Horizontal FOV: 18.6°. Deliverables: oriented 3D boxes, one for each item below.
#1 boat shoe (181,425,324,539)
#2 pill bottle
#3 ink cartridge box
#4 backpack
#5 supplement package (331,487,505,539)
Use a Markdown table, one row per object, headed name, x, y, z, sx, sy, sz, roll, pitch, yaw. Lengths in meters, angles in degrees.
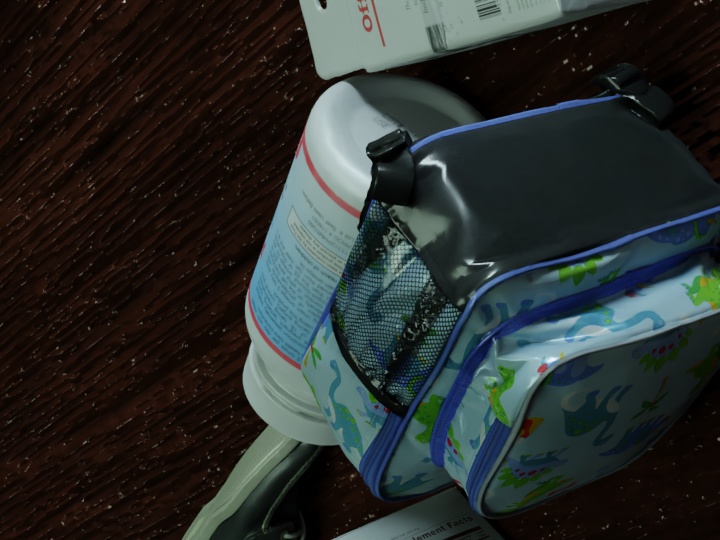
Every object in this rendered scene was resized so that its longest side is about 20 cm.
| name | x | y | z | sx | sy | sz | roll | pitch | yaw |
| --- | --- | --- | --- | --- | --- | --- | --- | --- | --- |
| boat shoe | -0.061 | 0.156 | 1.391 | 0.068 | 0.072 | 0.200 | 30 | 130 | -4 |
| pill bottle | 0.000 | 0.000 | 1.186 | 0.109 | 0.109 | 0.200 | 51 | 139 | 28 |
| ink cartridge box | 0.047 | -0.167 | 1.085 | 0.200 | 0.068 | 0.116 | -8 | 96 | 55 |
| backpack | 0.073 | 0.029 | 1.035 | 0.147 | 0.183 | 0.200 | 58 | 145 | 21 |
| supplement package | 0.039 | 0.269 | 1.215 | 0.200 | 0.147 | 0.191 | 45 | 137 | 32 |
